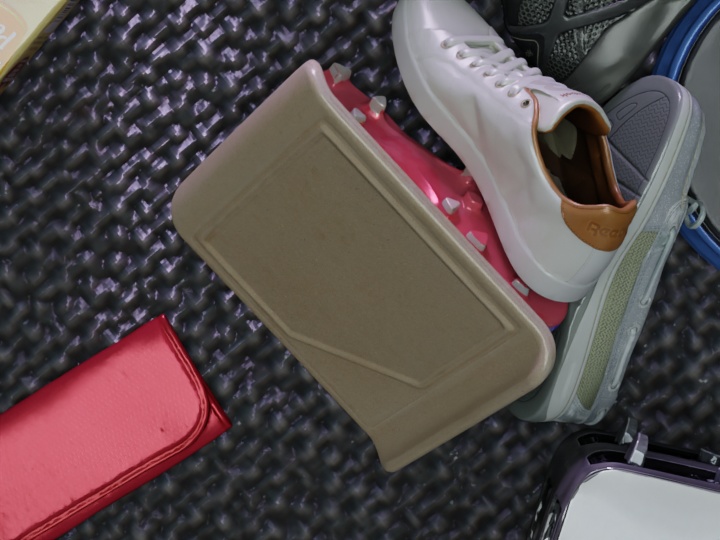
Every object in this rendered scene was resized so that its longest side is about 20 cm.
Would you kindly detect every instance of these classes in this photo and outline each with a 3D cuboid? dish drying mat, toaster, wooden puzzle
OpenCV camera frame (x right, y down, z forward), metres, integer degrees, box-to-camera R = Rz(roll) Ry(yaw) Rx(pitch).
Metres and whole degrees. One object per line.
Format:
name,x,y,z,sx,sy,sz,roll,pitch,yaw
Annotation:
dish drying mat,-0.175,0.109,1.299,0.200,0.018,0.077,-32,93,3
toaster,0.142,0.185,1.224,0.118,0.181,0.201,17,94,2
wooden puzzle,0.000,0.000,1.226,0.200,0.185,0.037,51,55,-1

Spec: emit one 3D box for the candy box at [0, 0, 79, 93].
candy box,-0.239,-0.138,1.261,0.115,0.055,0.200,41,94,-3

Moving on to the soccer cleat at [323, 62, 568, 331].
soccer cleat,0.027,-0.028,1.249,0.200,0.067,0.077,42,127,11

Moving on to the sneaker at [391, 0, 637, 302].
sneaker,0.088,-0.087,1.217,0.200,0.073,0.085,60,137,24

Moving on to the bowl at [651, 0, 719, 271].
bowl,0.257,-0.081,1.267,0.200,0.039,0.202,0,95,0

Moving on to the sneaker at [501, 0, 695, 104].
sneaker,0.147,-0.195,1.241,0.114,0.076,0.200,40,100,-9

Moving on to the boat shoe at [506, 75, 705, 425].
boat shoe,0.138,-0.008,1.252,0.065,0.074,0.203,10,107,-34
